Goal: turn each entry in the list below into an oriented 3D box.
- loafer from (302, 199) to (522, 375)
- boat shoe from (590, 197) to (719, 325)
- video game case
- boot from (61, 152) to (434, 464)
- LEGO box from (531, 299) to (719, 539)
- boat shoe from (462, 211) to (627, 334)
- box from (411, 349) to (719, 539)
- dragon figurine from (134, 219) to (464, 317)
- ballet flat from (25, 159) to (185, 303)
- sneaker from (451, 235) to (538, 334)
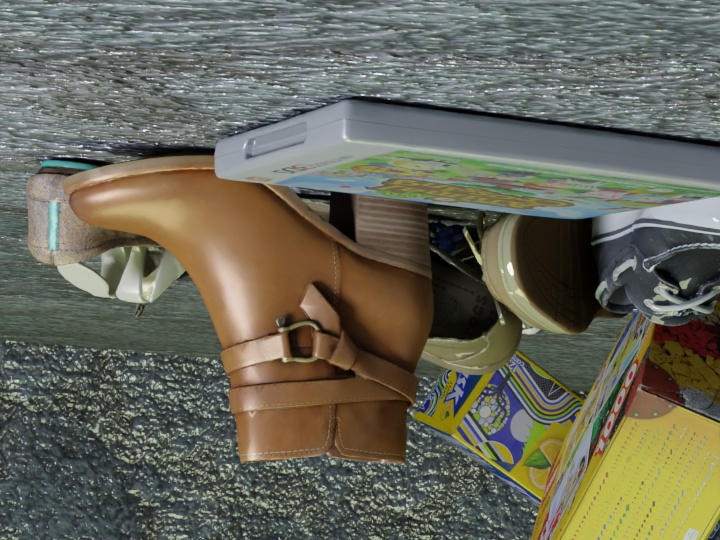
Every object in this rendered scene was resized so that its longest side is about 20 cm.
[{"bbox_3d":[0.000,0.000,1.587,0.200,0.076,0.067,15,164,-3],"label":"loafer"},{"bbox_3d":[0.166,-0.005,1.467,0.072,0.068,0.200,5,175,-16],"label":"boat shoe"},{"bbox_3d":[0.053,-0.049,1.321,0.200,0.022,0.182,6,175,-21],"label":"video game case"},{"bbox_3d":[-0.060,0.022,1.458,0.200,0.155,0.077,6,175,-19],"label":"boot"},{"bbox_3d":[0.166,0.105,1.611,0.077,0.200,0.149,23,-143,-2],"label":"LEGO box"},{"bbox_3d":[0.100,0.001,1.566,0.063,0.073,0.200,-1,174,21],"label":"boat shoe"},{"bbox_3d":[0.135,0.122,1.770,0.200,0.070,0.064,36,175,-24],"label":"box"},{"bbox_3d":[-0.030,-0.004,1.663,0.200,0.059,0.099,-1,177,-33],"label":"dragon figurine"},{"bbox_3d":[-0.136,-0.017,1.590,0.068,0.067,0.200,2,175,23],"label":"ballet flat"},{"bbox_3d":[0.042,0.011,1.754,0.200,0.074,0.079,2,180,17],"label":"sneaker"}]
